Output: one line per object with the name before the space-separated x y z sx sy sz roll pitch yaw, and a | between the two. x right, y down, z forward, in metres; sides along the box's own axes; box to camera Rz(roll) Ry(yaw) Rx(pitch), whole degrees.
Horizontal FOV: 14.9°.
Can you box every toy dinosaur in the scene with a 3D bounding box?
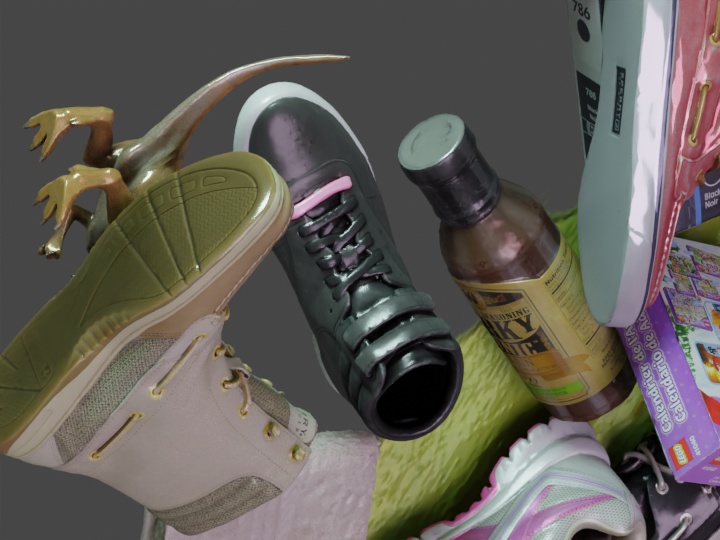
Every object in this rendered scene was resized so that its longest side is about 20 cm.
toy dinosaur | -0.107 -0.052 1.350 0.106 0.060 0.200 12 121 -43

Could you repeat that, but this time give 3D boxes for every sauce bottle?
sauce bottle | 0.083 -0.002 1.474 0.065 0.065 0.200 -41 124 -7

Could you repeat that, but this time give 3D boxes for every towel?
towel | -0.061 0.180 1.495 0.132 0.034 0.201 -2 112 -30

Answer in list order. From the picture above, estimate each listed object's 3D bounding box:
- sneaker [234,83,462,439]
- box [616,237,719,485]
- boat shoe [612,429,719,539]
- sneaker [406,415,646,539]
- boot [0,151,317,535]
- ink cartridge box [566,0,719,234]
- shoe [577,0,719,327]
sneaker | 0.000 0.000 1.395 0.070 0.099 0.201 -29 122 -13
box | 0.226 0.057 1.522 0.199 0.138 0.039 11 140 -42
boat shoe | 0.166 0.136 1.584 0.060 0.074 0.201 22 108 -40
sneaker | 0.079 0.175 1.528 0.200 0.088 0.081 -46 143 -3
boot | -0.071 0.041 1.347 0.200 0.072 0.154 -44 131 18
ink cartridge box | 0.165 -0.116 1.482 0.099 0.039 0.201 -22 121 -19
shoe | 0.171 -0.067 1.433 0.090 0.071 0.202 0 106 -18
